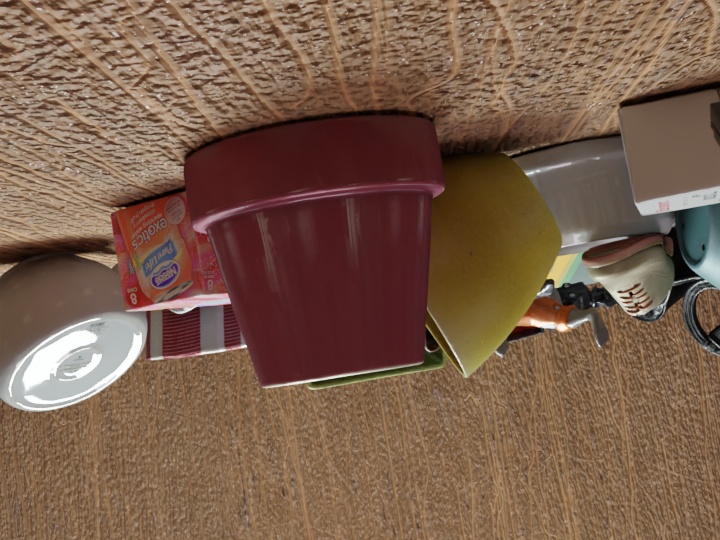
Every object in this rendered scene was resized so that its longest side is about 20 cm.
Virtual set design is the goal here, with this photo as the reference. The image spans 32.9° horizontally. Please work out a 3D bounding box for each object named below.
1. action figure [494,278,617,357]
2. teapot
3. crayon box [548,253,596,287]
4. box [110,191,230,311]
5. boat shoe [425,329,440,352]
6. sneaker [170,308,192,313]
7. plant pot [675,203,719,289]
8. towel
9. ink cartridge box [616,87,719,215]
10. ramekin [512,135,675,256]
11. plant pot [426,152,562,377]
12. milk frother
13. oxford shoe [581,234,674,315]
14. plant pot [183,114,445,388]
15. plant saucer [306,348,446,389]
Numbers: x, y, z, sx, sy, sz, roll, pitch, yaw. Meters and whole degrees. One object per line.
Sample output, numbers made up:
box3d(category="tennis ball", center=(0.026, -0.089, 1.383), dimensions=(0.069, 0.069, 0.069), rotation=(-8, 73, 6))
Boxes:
box3d(category="action figure", center=(0.187, 0.023, 1.263), dimensions=(0.198, 0.105, 0.194), rotation=(-18, -159, -9))
box3d(category="teapot", center=(-0.345, 0.050, 1.344), dimensions=(0.197, 0.146, 0.200), rotation=(-34, 155, -5))
box3d(category="crayon box", center=(0.175, -0.034, 1.408), dimensions=(0.198, 0.120, 0.058), rotation=(-9, -143, -1))
box3d(category="box", center=(-0.126, -0.019, 1.146), dimensions=(0.102, 0.096, 0.199), rotation=(-11, 176, 32))
box3d(category="boat shoe", center=(0.100, 0.001, 1.329), dimensions=(0.072, 0.201, 0.072), rotation=(11, -149, -18))
box3d(category="sneaker", center=(-0.173, -0.003, 1.437), dimensions=(0.088, 0.081, 0.200), rotation=(-16, 179, -34))
box3d(category="plant pot", center=(0.379, -0.051, 1.155), dimensions=(0.133, 0.202, 0.200), rotation=(-4, 175, -6))
box3d(category="towel", center=(-0.168, 0.035, 1.505), dimensions=(0.198, 0.145, 0.023), rotation=(-9, 150, 7))
box3d(category="ink cartridge box", center=(0.322, -0.106, 1.015), dimensions=(0.198, 0.085, 0.145), rotation=(-10, 176, 14))
box3d(category="ramekin", center=(0.227, -0.070, 1.234), dimensions=(0.200, 0.095, 0.202), rotation=(-10, 176, -1))
box3d(category="plant pot", center=(0.098, -0.026, 1.105), dimensions=(0.141, 0.201, 0.200), rotation=(-33, 176, -1))
box3d(category="milk frother", center=(0.420, -0.012, 1.446), dimensions=(0.187, 0.201, 0.181), rotation=(-33, 169, -20))
box3d(category="oxford shoe", center=(0.271, 0.006, 1.189), dimensions=(0.070, 0.075, 0.199), rotation=(-12, 175, 31))
box3d(category="plant pot", center=(-0.027, -0.008, 0.929), dimensions=(0.198, 0.181, 0.200), rotation=(-8, 176, -1))
box3d(category="plant saucer", center=(0.009, 0.030, 1.488), dimensions=(0.198, 0.202, 0.048), rotation=(-7, -170, -28))
